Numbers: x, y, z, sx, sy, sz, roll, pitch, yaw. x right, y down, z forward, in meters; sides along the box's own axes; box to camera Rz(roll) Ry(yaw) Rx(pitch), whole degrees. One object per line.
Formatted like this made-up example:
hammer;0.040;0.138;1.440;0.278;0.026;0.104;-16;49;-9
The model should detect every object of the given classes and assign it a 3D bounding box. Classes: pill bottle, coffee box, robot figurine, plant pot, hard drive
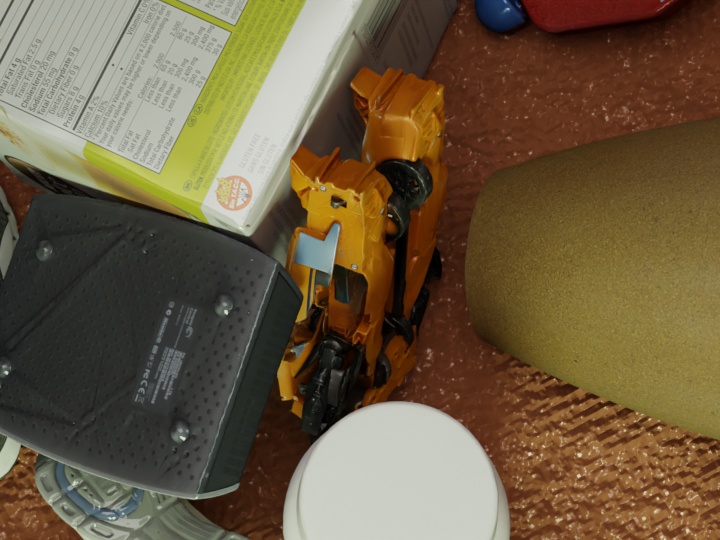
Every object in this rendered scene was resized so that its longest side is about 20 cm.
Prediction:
pill bottle;0.017;0.134;1.308;0.114;0.200;0.115;0;74;0
coffee box;-0.085;-0.123;1.387;0.197;0.200;0.201;24;81;12
robot figurine;0.000;0.000;1.348;0.058;0.201;0.145;22;46;16
plant pot;0.162;0.002;1.355;0.199;0.186;0.187;4;77;22
hard drive;-0.116;0.038;1.323;0.199;0.042;0.136;15;84;45

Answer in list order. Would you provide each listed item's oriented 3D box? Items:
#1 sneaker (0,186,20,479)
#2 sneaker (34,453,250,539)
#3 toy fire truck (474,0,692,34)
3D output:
sneaker;-0.226;0.014;1.425;0.066;0.091;0.201;-9;76;9
sneaker;-0.090;0.161;1.375;0.074;0.087;0.200;-37;69;-9
toy fire truck;0.115;-0.219;1.447;0.168;0.112;0.201;-35;75;24
